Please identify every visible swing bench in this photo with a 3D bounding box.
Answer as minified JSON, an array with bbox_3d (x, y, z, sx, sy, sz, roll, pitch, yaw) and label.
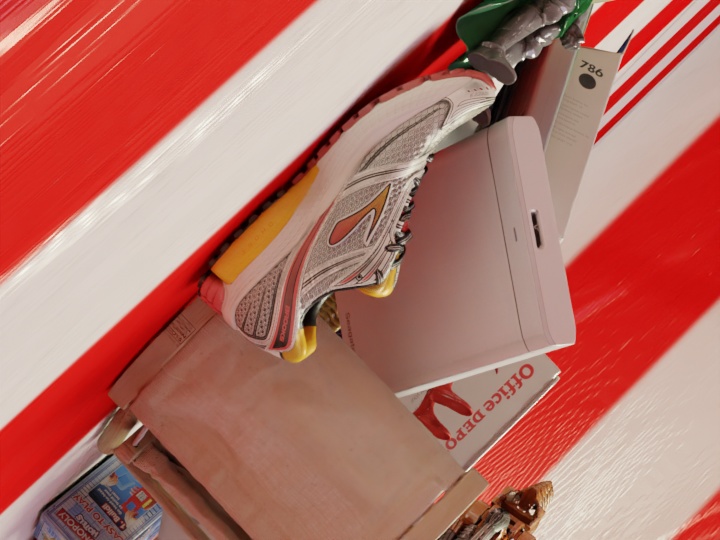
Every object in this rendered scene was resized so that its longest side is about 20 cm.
[{"bbox_3d":[-0.051,0.120,1.113,0.130,0.199,0.200,-42,174,-19],"label":"swing bench"}]

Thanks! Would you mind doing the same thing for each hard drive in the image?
[{"bbox_3d":[0.048,0.000,1.073,0.027,0.133,0.200,-4,169,-33],"label":"hard drive"}]

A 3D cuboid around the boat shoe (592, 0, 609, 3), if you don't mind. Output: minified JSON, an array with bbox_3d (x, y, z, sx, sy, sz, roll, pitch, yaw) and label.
[{"bbox_3d":[0.198,-0.219,1.172,0.201,0.063,0.073,-26,-163,-34],"label":"boat shoe"}]

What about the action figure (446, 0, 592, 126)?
[{"bbox_3d":[0.122,-0.165,1.045,0.200,0.055,0.118,-46,174,-31],"label":"action figure"}]

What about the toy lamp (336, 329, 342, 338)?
[{"bbox_3d":[0.000,0.000,1.366,0.058,0.058,0.200,-39,174,-45],"label":"toy lamp"}]

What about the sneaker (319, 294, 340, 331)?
[{"bbox_3d":[0.021,-0.031,1.225,0.090,0.075,0.200,-41,-178,-39],"label":"sneaker"}]

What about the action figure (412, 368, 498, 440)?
[{"bbox_3d":[0.097,0.040,1.361,0.066,0.051,0.201,117,-1,-52],"label":"action figure"}]

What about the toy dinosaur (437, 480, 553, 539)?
[{"bbox_3d":[0.076,0.193,1.117,0.199,0.102,0.136,-13,138,-38],"label":"toy dinosaur"}]

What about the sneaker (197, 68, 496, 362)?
[{"bbox_3d":[0.004,-0.032,0.985,0.200,0.082,0.078,-46,175,12],"label":"sneaker"}]

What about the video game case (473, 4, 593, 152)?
[{"bbox_3d":[0.097,-0.079,1.208,0.182,0.022,0.201,121,-8,-51],"label":"video game case"}]

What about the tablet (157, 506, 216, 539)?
[{"bbox_3d":[-0.096,0.167,1.253,0.130,0.014,0.201,-10,-117,40],"label":"tablet"}]

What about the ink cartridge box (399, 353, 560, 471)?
[{"bbox_3d":[0.053,0.071,1.549,0.145,0.200,0.083,-43,175,-6],"label":"ink cartridge box"}]

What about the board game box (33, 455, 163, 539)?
[{"bbox_3d":[-0.195,0.195,1.371,0.200,0.062,0.200,-47,173,30],"label":"board game box"}]

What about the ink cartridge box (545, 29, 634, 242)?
[{"bbox_3d":[0.128,-0.077,1.210,0.201,0.039,0.100,-66,-176,-37],"label":"ink cartridge box"}]

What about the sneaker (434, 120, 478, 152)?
[{"bbox_3d":[0.080,-0.054,1.428,0.073,0.085,0.200,-45,177,-15],"label":"sneaker"}]
